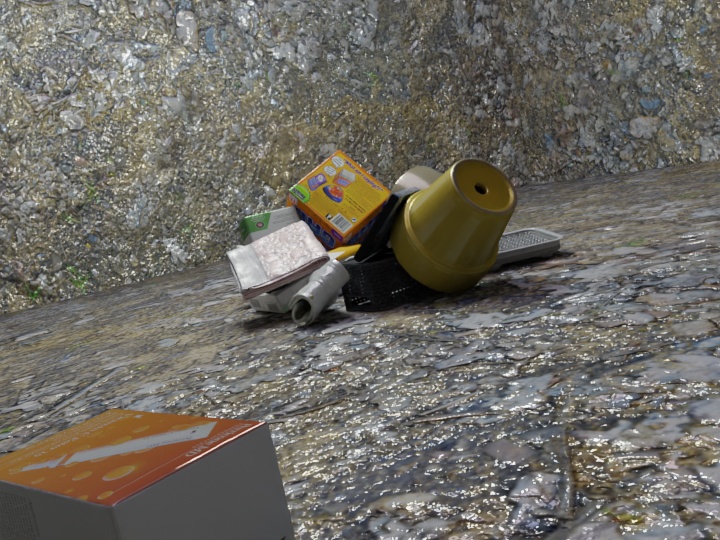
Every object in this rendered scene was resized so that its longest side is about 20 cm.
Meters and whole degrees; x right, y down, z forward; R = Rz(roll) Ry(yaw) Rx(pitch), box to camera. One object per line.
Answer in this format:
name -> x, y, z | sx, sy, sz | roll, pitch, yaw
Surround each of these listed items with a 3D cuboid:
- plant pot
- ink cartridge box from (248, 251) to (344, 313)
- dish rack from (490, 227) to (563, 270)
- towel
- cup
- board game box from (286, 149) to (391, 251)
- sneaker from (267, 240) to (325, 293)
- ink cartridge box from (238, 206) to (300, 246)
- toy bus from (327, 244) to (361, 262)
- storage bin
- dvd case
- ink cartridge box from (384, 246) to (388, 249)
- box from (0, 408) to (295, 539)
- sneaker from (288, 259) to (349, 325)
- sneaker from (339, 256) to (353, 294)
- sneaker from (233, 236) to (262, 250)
plant pot -> 0.178, -0.092, 1.291 | 0.200, 0.201, 0.189 | -17, -26, -33
ink cartridge box -> -0.138, 0.026, 1.615 | 0.200, 0.050, 0.161 | -31, 15, -28
dish rack -> 0.318, -0.045, 1.540 | 0.199, 0.044, 0.172 | -13, 12, -8
towel -> -0.175, -0.027, 1.488 | 0.191, 0.032, 0.200 | -24, 31, -8
cup -> 0.166, -0.109, 1.530 | 0.143, 0.201, 0.200 | 23, 29, 38
board game box -> -0.063, -0.158, 1.955 | 0.200, 0.200, 0.200 | -43, -15, -26
sneaker -> -0.143, -0.017, 1.542 | 0.090, 0.067, 0.200 | -21, 12, 37
ink cartridge box -> -0.212, -0.049, 1.860 | 0.145, 0.200, 0.084 | -16, -9, -25
toy bus -> -0.054, -0.009, 1.758 | 0.065, 0.079, 0.200 | 1, 12, 25
storage bin -> 0.069, 0.007, 1.400 | 0.200, 0.094, 0.135 | -18, 9, -36
dvd case -> 0.053, -0.092, 1.383 | 0.018, 0.143, 0.200 | 34, 18, 7
ink cartridge box -> 0.080, -0.078, 1.950 | 0.094, 0.037, 0.200 | -7, 34, 32
box -> -0.163, 0.168, 0.504 | 0.200, 0.098, 0.124 | -6, 9, 40
sneaker -> -0.096, 0.056, 1.370 | 0.116, 0.074, 0.200 | -45, -4, -24
sneaker -> 0.000, 0.000, 1.659 | 0.073, 0.071, 0.200 | -5, 10, 45
sneaker -> -0.217, -0.051, 1.765 | 0.200, 0.082, 0.075 | -13, -16, -34
